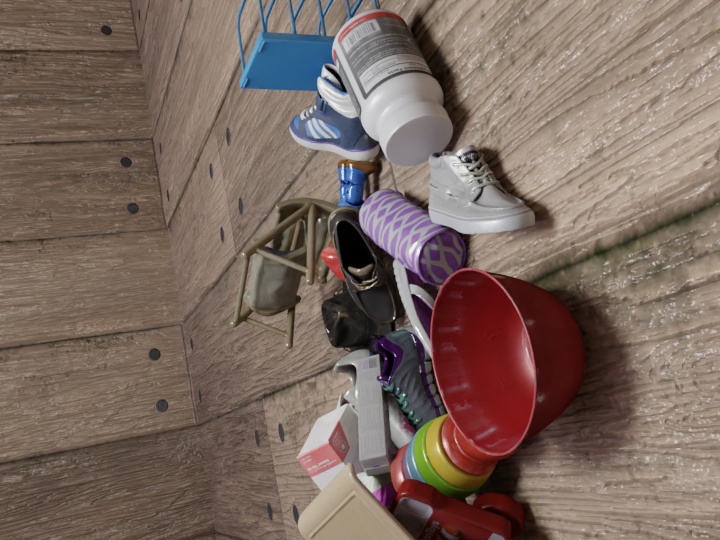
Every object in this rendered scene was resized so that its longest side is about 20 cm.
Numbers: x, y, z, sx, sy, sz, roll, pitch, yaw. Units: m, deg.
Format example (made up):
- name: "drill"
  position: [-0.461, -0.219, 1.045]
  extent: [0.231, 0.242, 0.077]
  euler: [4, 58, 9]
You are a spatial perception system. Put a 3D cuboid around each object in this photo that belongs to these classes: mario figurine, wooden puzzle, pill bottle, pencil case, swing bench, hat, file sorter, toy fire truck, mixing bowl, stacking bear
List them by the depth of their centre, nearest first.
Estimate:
- name: "mixing bowl"
  position: [0.171, 0.090, 0.815]
  extent: [0.200, 0.108, 0.201]
  euler: [172, 90, -66]
- name: "wooden puzzle"
  position: [0.018, 0.348, 0.918]
  extent: [0.200, 0.037, 0.185]
  euler: [48, 137, 14]
- name: "toy fire truck"
  position: [0.102, 0.343, 0.930]
  extent: [0.112, 0.168, 0.200]
  euler: [-65, -5, -47]
- name: "stacking bear"
  position: [0.130, 0.229, 0.948]
  extent: [0.200, 0.113, 0.122]
  euler: [126, 151, -46]
- name: "pill bottle"
  position: [0.043, -0.244, 1.005]
  extent: [0.116, 0.116, 0.200]
  euler: [115, 141, -50]
- name: "pencil case"
  position: [0.069, -0.049, 1.046]
  extent: [0.086, 0.084, 0.200]
  euler: [52, 177, -33]
- name: "file sorter"
  position: [-0.081, -0.364, 1.154]
  extent: [0.139, 0.200, 0.123]
  euler: [141, 122, -62]
- name: "mario figurine"
  position: [0.000, -0.079, 1.231]
  extent: [0.123, 0.106, 0.201]
  euler: [-18, -65, -76]
- name: "hat"
  position: [-0.022, 0.079, 1.282]
  extent: [0.201, 0.081, 0.201]
  euler: [174, 90, -66]
- name: "swing bench"
  position: [-0.130, -0.005, 1.347]
  extent: [0.199, 0.129, 0.200]
  euler: [110, -177, -45]

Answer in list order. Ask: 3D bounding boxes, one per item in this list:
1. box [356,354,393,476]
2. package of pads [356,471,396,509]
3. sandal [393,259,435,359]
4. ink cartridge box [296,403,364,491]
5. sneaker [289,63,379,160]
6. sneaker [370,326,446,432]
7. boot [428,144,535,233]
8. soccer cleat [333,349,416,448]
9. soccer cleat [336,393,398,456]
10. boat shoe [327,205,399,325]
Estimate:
- name: "box"
  position: [0.019, 0.206, 1.089]
  extent: [0.200, 0.041, 0.039]
  euler: [-94, -14, -54]
- name: "package of pads"
  position: [0.067, 0.383, 1.074]
  extent: [0.068, 0.154, 0.200]
  euler: [-27, 69, 35]
- name: "sandal"
  position: [0.096, 0.052, 1.040]
  extent: [0.050, 0.082, 0.203]
  euler: [-33, 55, 16]
- name: "ink cartridge box"
  position: [-0.002, 0.324, 1.162]
  extent: [0.067, 0.117, 0.200]
  euler: [-31, 99, 23]
- name: "sneaker"
  position: [-0.050, -0.267, 1.188]
  extent: [0.200, 0.081, 0.147]
  euler: [27, 141, 40]
- name: "sneaker"
  position: [0.067, 0.185, 1.101]
  extent: [0.074, 0.087, 0.200]
  euler: [140, 120, -62]
- name: "boot"
  position: [0.133, -0.100, 0.889]
  extent: [0.200, 0.073, 0.096]
  euler: [-160, 58, -65]
- name: "soccer cleat"
  position: [0.024, 0.217, 1.191]
  extent: [0.200, 0.086, 0.070]
  euler: [58, 147, 29]
- name: "soccer cleat"
  position: [0.006, 0.270, 1.292]
  extent: [0.200, 0.068, 0.085]
  euler: [11, 92, 63]
- name: "boat shoe"
  position: [0.000, 0.000, 1.149]
  extent: [0.200, 0.074, 0.073]
  euler: [63, -169, -11]
